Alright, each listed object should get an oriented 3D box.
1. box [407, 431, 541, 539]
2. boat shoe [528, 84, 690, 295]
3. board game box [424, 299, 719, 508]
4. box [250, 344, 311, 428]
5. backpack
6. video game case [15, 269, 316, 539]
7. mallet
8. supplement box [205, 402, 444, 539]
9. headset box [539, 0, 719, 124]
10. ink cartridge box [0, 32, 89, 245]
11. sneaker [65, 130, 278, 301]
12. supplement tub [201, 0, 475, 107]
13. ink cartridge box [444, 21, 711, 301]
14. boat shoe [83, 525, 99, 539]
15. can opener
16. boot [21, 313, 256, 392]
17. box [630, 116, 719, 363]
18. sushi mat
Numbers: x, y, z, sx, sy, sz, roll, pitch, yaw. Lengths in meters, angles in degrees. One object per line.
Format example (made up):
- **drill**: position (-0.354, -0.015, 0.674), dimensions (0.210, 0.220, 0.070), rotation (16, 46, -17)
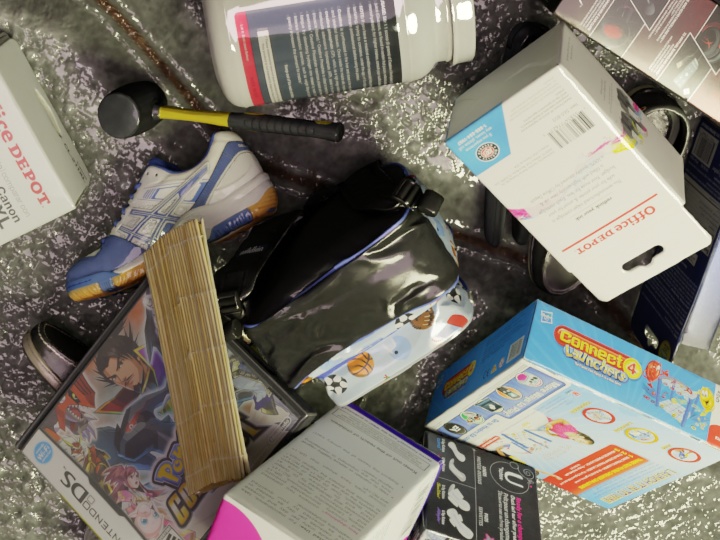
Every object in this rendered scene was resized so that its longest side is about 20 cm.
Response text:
- **box**: position (0.072, 0.270, 1.191), dimensions (0.114, 0.133, 0.201), rotation (18, 122, -9)
- **boat shoe**: position (0.208, -0.062, 1.146), dimensions (0.073, 0.063, 0.202), rotation (27, 107, -14)
- **board game box**: position (0.183, 0.121, 1.145), dimensions (0.195, 0.200, 0.056), rotation (25, 61, -11)
- **box**: position (-0.058, 0.159, 1.166), dimensions (0.050, 0.075, 0.201), rotation (-29, 127, 0)
- **backpack**: position (0.000, 0.000, 1.088), dimensions (0.199, 0.191, 0.155), rotation (-28, 114, 12)
- **video game case**: position (-0.161, 0.129, 1.084), dimensions (0.181, 0.025, 0.200), rotation (43, 100, 18)
- **mallet**: position (-0.114, -0.119, 1.068), dimensions (0.198, 0.066, 0.042), rotation (10, 109, 21)
- **supplement box**: position (-0.030, 0.195, 1.026), dimensions (0.103, 0.200, 0.102), rotation (30, 114, 14)
- **headset box**: position (0.238, -0.191, 1.056), dimensions (0.199, 0.149, 0.075), rotation (30, 106, -13)
- **ink cartridge box**: position (-0.344, -0.082, 1.095), dimensions (0.199, 0.083, 0.147), rotation (-25, 108, 6)
- **sneaker**: position (-0.169, -0.046, 1.135), dimensions (0.199, 0.075, 0.089), rotation (-28, 88, 7)
- **supplement tub**: position (-0.018, -0.209, 1.040), dimensions (0.198, 0.140, 0.142), rotation (-8, 109, 0)
- **ink cartridge box**: position (0.175, -0.080, 1.061), dimensions (0.115, 0.068, 0.200), rotation (-32, 116, 32)
- **boat shoe**: position (-0.154, 0.254, 1.230), dimensions (0.198, 0.066, 0.073), rotation (8, 108, -6)
- **can opener**: position (0.133, -0.111, 1.126), dimensions (0.063, 0.079, 0.201), rotation (5, 118, -13)
- **boot**: position (-0.174, 0.071, 1.162), dimensions (0.200, 0.073, 0.151), rotation (39, 104, -18)
- **box**: position (0.285, -0.018, 1.133), dimensions (0.032, 0.121, 0.202), rotation (14, 108, -9)
- **sushi mat**: position (-0.127, 0.067, 1.032), dimensions (0.012, 0.095, 0.202), rotation (-6, 79, -35)
